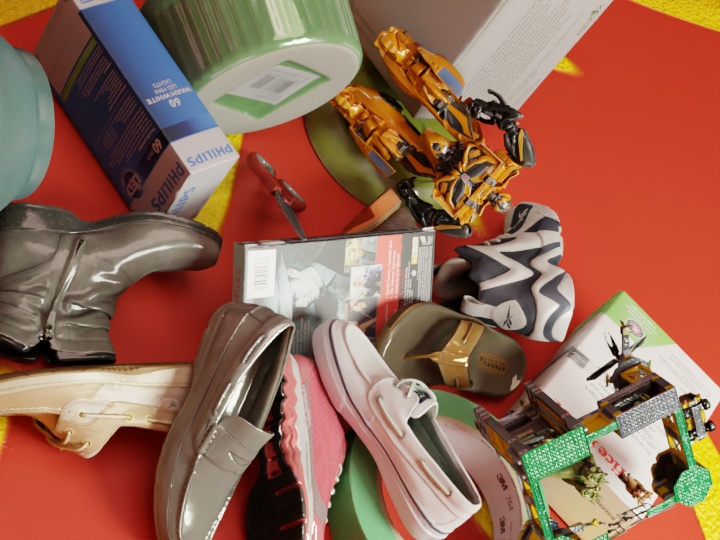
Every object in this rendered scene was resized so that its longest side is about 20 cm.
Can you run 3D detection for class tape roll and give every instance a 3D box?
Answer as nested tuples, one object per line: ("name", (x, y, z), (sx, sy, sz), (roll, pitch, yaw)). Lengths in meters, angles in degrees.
("tape roll", (0.068, 0.201, 1.166), (0.199, 0.048, 0.201), (17, 52, -23))

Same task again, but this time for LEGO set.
("LEGO set", (0.188, 0.151, 1.159), (0.199, 0.116, 0.154), (-31, 115, -8))

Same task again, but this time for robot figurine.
("robot figurine", (0.068, -0.127, 1.292), (0.200, 0.145, 0.058), (47, 20, 15))

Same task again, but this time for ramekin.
("ramekin", (-0.095, -0.204, 1.240), (0.199, 0.200, 0.098), (-9, 72, -37))

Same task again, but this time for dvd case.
("dvd case", (-0.021, 0.040, 1.176), (0.199, 0.022, 0.147), (-7, 105, -36))

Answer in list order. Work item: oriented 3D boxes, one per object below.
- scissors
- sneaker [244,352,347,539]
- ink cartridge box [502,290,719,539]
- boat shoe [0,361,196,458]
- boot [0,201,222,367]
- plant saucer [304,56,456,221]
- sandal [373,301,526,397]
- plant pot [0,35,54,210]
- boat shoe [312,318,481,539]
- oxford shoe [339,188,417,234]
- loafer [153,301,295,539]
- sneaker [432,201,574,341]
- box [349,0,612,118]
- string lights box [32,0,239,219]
("scissors", (-0.075, -0.066, 1.201), (0.073, 0.014, 0.200), (47, 7, -11))
("sneaker", (-0.040, 0.159, 1.095), (0.086, 0.074, 0.202), (10, 68, -40))
("ink cartridge box", (0.233, 0.137, 1.290), (0.146, 0.084, 0.200), (46, 48, 3))
("boat shoe", (-0.205, 0.107, 1.036), (0.199, 0.074, 0.070), (-1, 88, -32))
("boot", (-0.207, 0.021, 1.108), (0.199, 0.068, 0.131), (4, 63, -22))
("plant saucer", (0.038, -0.143, 1.392), (0.199, 0.031, 0.201), (17, 52, -23))
("sandal", (0.090, 0.078, 1.222), (0.199, 0.054, 0.081), (16, 90, -42))
("plant pot", (-0.316, -0.113, 1.035), (0.134, 0.200, 0.201), (-4, 62, -42))
("boat shoe", (0.035, 0.118, 1.113), (0.201, 0.067, 0.073), (60, 28, 7))
("oxford shoe", (0.000, 0.000, 1.245), (0.073, 0.071, 0.200), (47, 47, -4))
("loafer", (-0.103, 0.123, 1.046), (0.070, 0.069, 0.201), (25, 78, -56))
("sneaker", (0.126, -0.009, 1.323), (0.129, 0.080, 0.200), (8, 39, -8))
("box", (0.108, -0.288, 1.391), (0.171, 0.200, 0.200), (-6, 55, -48))
("string lights box", (-0.199, -0.142, 1.188), (0.059, 0.103, 0.201), (-26, 77, -42))
